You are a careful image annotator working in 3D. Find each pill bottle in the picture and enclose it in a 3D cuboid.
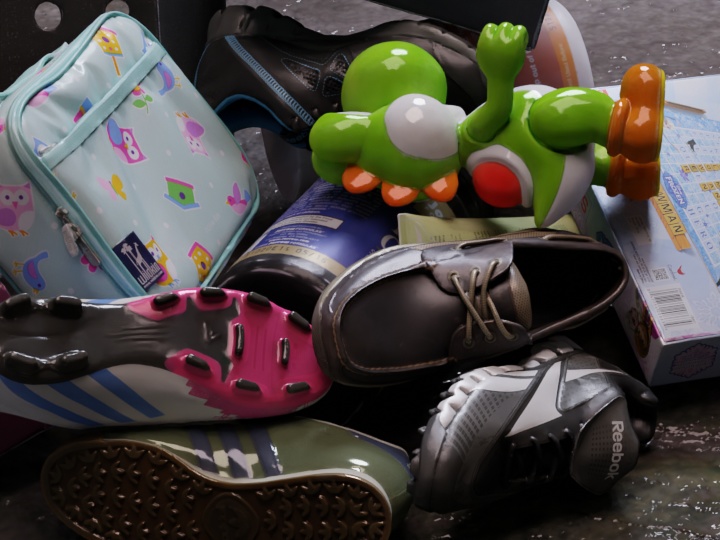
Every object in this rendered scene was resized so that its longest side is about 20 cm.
[{"bbox_3d":[0.000,0.000,1.738,0.111,0.112,0.200,11,33,24],"label":"pill bottle"},{"bbox_3d":[0.041,-0.104,1.916,0.199,0.113,0.112,-12,31,-16],"label":"pill bottle"}]

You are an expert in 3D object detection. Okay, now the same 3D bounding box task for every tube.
[{"bbox_3d":[0.082,-0.003,1.729,0.200,0.052,0.058,-9,56,-52],"label":"tube"}]

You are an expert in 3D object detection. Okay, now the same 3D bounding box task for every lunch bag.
[{"bbox_3d":[-0.143,-0.051,1.685,0.077,0.161,0.200,-29,14,27],"label":"lunch bag"}]

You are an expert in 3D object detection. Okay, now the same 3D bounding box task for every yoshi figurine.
[{"bbox_3d":[0.071,-0.091,1.701,0.199,0.113,0.112,0,16,2],"label":"yoshi figurine"}]

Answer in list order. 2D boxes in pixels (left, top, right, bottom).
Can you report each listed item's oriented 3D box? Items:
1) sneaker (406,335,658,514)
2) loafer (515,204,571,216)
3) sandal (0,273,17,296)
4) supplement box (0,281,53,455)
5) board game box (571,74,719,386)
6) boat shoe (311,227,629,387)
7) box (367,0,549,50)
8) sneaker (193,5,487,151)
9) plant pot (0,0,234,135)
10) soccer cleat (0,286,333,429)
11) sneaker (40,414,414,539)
[{"bbox_3d":[0.100,0.088,1.600,0.090,0.067,0.200,19,23,25],"label":"sneaker"},{"bbox_3d":[0.177,-0.051,1.853,0.199,0.070,0.070,18,41,16],"label":"loafer"},{"bbox_3d":[-0.182,0.018,1.791,0.079,0.059,0.207,12,54,38],"label":"sandal"},{"bbox_3d":[-0.273,0.037,1.686,0.131,0.104,0.200,-31,37,-15],"label":"supplement box"},{"bbox_3d":[0.229,-0.032,1.758,0.198,0.041,0.201,-7,51,-17],"label":"board game box"},{"bbox_3d":[0.062,0.012,1.627,0.199,0.075,0.073,-19,3,-36],"label":"boat shoe"},{"bbox_3d":[0.023,-0.238,1.851,0.197,0.124,0.200,16,16,-8],"label":"box"},{"bbox_3d":[-0.008,-0.105,1.811,0.199,0.073,0.082,6,61,24],"label":"sneaker"},{"bbox_3d":[-0.185,-0.152,1.874,0.198,0.201,0.177,-3,-2,0],"label":"plant pot"},{"bbox_3d":[-0.116,0.050,1.602,0.199,0.086,0.070,5,62,-18],"label":"soccer cleat"},{"bbox_3d":[-0.063,0.114,1.605,0.199,0.067,0.090,4,17,20],"label":"sneaker"}]
